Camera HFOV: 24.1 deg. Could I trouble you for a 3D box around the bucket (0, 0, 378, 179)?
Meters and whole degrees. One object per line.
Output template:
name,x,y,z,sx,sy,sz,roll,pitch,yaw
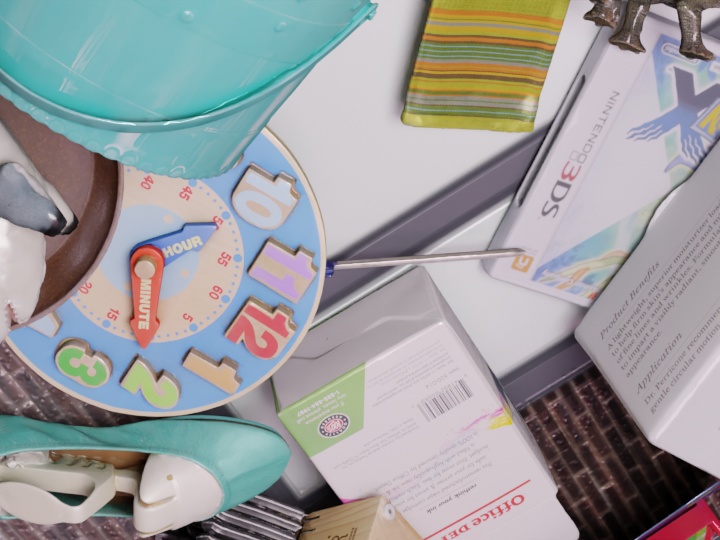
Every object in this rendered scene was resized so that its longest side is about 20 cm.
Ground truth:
bucket,-0.099,-0.149,0.794,0.207,0.207,0.135,24,115,-25

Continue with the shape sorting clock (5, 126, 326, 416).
shape sorting clock,-0.118,-0.009,0.938,0.199,0.039,0.201,-1,113,-2

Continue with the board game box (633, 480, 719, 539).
board game box,0.183,0.195,1.087,0.200,0.039,0.158,-35,166,3

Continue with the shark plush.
shark plush,-0.215,-0.059,0.813,0.083,0.091,0.200,-35,107,-3

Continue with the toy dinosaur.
toy dinosaur,0.161,-0.176,0.906,0.200,0.077,0.103,23,84,-34

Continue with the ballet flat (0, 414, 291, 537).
ballet flat,-0.141,0.124,0.976,0.199,0.070,0.067,2,127,2

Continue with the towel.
towel,0.083,-0.163,0.913,0.086,0.018,0.200,-3,127,-25

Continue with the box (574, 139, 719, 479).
box,0.273,0.030,1.001,0.200,0.131,0.199,27,109,-27

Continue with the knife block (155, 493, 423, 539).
knife block,-0.033,0.209,1.045,0.175,0.064,0.200,-20,124,35

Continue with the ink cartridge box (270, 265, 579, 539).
ink cartridge box,0.042,0.110,1.046,0.117,0.067,0.200,-30,121,6

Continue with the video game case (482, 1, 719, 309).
video game case,0.199,-0.049,1.027,0.200,0.022,0.183,17,113,-23

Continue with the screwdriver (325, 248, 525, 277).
screwdriver,0.000,0.000,0.992,0.199,0.028,0.029,1,89,-9

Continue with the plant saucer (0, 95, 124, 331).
plant saucer,-0.222,-0.059,0.884,0.200,0.035,0.201,-1,115,-1
